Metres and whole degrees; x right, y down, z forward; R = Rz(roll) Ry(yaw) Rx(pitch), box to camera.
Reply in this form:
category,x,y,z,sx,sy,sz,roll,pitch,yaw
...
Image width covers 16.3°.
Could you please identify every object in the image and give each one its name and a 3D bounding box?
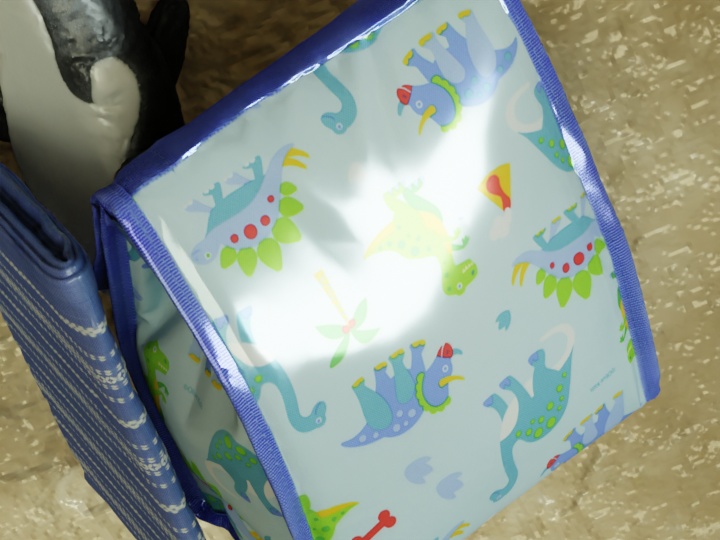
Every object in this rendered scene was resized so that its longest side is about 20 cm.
category,x,y,z,sx,sy,sz,roll,pitch,yaw
orca plush,-0.099,-0.086,0.924,0.105,0.071,0.201,7,132,48
lunch bag,0.000,0.000,0.905,0.170,0.127,0.201,-37,136,-19
towel,-0.101,0.040,0.950,0.024,0.145,0.201,-32,129,-14
